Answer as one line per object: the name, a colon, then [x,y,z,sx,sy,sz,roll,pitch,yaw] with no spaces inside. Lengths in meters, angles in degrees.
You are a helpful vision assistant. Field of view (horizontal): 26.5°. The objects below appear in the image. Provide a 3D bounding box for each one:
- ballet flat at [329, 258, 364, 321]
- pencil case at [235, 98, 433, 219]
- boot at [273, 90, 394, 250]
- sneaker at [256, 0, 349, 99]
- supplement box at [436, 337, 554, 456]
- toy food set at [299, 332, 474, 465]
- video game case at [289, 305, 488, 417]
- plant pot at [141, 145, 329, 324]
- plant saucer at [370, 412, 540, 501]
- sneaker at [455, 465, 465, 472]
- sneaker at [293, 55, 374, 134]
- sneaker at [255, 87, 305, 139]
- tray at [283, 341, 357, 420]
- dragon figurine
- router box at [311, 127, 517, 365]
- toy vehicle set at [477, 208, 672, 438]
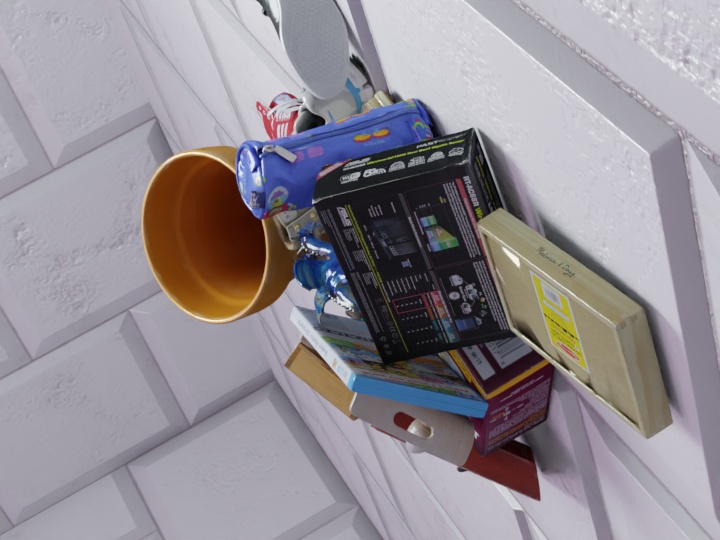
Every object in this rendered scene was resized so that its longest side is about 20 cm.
ballet flat: [0.000,0.000,1.647,0.075,0.068,0.200,-122,15,-52]
pencil case: [-0.022,-0.108,1.459,0.087,0.200,0.078,100,150,-57]
boot: [-0.023,-0.098,1.603,0.072,0.154,0.200,60,167,22]
sneaker: [-0.067,-0.270,1.620,0.099,0.071,0.200,142,105,-82]
supplement box: [0.133,0.100,1.571,0.110,0.086,0.200,57,170,23]
toy food set: [0.021,0.127,1.580,0.143,0.061,0.200,27,-173,-24]
video game case: [0.024,0.088,1.498,0.200,0.143,0.018,42,116,64]
plant pot: [-0.124,-0.054,1.796,0.200,0.183,0.201,11,108,36]
plant saucer: [0.116,0.192,1.727,0.200,0.037,0.200,23,-178,5]
sneaker: [0.133,0.196,1.908,0.200,0.077,0.080,93,159,-70]
sneaker: [-0.033,-0.162,1.693,0.075,0.087,0.200,55,170,24]
sneaker: [-0.077,-0.191,1.887,0.200,0.071,0.113,124,129,-67]
tray: [-0.004,0.112,1.735,0.099,0.037,0.200,37,-165,13]
dragon figurine: [-0.029,0.013,1.508,0.200,0.099,0.059,-84,-26,-56]
router box: [0.061,-0.019,1.393,0.062,0.149,0.200,-77,-30,-53]
toy vehicle set: [0.175,0.041,1.266,0.200,0.026,0.124,41,158,50]
